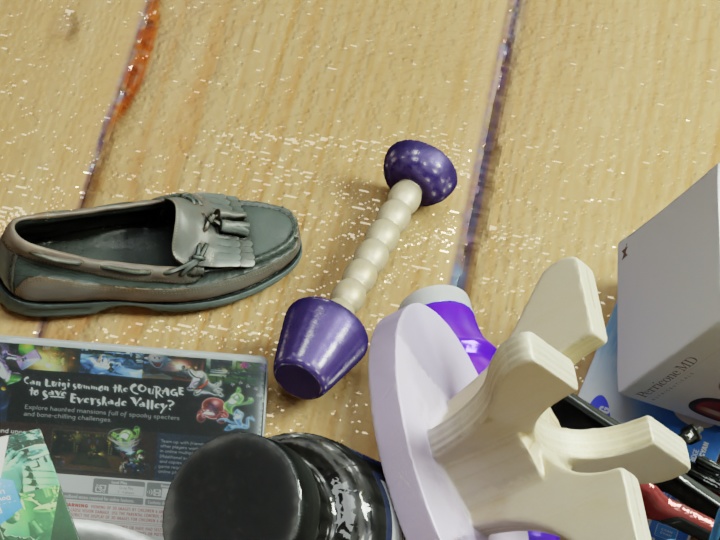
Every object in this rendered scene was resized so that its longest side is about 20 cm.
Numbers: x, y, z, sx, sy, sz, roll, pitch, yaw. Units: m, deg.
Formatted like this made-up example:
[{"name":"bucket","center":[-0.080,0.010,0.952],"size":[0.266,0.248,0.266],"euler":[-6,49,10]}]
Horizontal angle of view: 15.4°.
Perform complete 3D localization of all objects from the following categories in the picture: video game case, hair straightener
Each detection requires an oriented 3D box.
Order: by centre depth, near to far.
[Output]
[{"name":"hair straightener","center":[0.194,0.117,1.557],"size":[0.200,0.041,0.077],"euler":[24,53,6]},{"name":"video game case","center":[-0.159,0.120,1.592],"size":[0.200,0.023,0.182],"euler":[5,51,-3]}]

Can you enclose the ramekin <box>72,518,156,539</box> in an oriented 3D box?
[{"name":"ramekin","center":[-0.162,0.243,1.442],"size":[0.200,0.098,0.201],"euler":[4,50,-5]}]

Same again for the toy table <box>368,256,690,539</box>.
[{"name":"toy table","center":[0.088,0.090,1.450],"size":[0.117,0.184,0.200],"euler":[-26,67,23]}]

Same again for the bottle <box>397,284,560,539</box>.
[{"name":"bottle","center":[0.062,0.100,1.607],"size":[0.083,0.065,0.200],"euler":[-13,52,0]}]

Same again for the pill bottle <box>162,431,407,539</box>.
[{"name":"pill bottle","center":[-0.019,0.151,1.452],"size":[0.112,0.200,0.112],"euler":[-10,69,28]}]

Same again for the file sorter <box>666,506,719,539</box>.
[{"name":"file sorter","center":[0.163,0.240,1.466],"size":[0.200,0.139,0.123],"euler":[-28,56,-27]}]

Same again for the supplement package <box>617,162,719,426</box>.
[{"name":"supplement package","center":[0.266,0.034,1.610],"size":[0.200,0.114,0.110],"euler":[18,55,-23]}]

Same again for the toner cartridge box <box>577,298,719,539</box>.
[{"name":"toner cartridge box","center":[0.186,0.079,1.657],"size":[0.095,0.043,0.200],"euler":[19,51,9]}]

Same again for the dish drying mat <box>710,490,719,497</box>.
[{"name":"dish drying mat","center":[0.306,0.155,1.605],"size":[0.200,0.018,0.077],"euler":[-2,73,-19]}]

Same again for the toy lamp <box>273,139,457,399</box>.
[{"name":"toy lamp","center":[0.000,0.000,1.689],"size":[0.058,0.058,0.200],"euler":[21,50,9]}]

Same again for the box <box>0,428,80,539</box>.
[{"name":"box","center":[-0.209,0.183,1.398],"size":[0.144,0.036,0.200],"euler":[-13,54,-17]}]

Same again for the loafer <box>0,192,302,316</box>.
[{"name":"loafer","center":[-0.130,-0.015,1.678],"size":[0.200,0.063,0.072],"euler":[-9,53,-15]}]
